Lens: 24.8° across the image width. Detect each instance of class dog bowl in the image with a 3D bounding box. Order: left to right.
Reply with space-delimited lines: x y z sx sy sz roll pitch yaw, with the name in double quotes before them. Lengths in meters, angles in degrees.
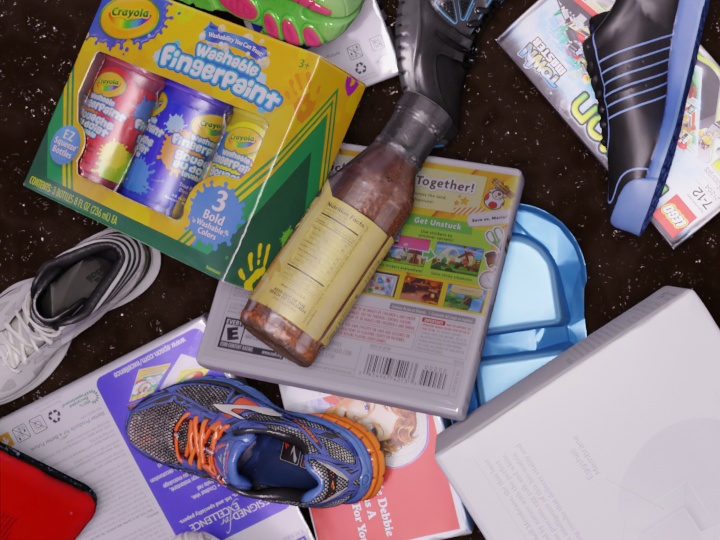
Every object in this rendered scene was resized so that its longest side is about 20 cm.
"dog bowl" 0.116 0.051 1.190 0.111 0.050 0.201 -8 91 10

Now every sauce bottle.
"sauce bottle" -0.006 -0.031 1.124 0.066 0.066 0.200 33 78 8

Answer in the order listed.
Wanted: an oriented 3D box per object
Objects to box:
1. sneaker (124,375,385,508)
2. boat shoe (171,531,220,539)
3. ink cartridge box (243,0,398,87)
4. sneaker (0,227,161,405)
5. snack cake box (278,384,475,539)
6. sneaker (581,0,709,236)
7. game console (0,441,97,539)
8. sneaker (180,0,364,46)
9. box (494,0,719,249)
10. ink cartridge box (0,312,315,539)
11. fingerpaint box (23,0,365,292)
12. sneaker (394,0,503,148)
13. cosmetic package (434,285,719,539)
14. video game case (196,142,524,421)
"sneaker" -0.084 0.122 1.152 0.199 0.078 0.076 7 98 26
"boat shoe" -0.049 0.239 1.185 0.200 0.072 0.069 40 98 -16
"ink cartridge box" -0.047 -0.222 1.200 0.099 0.039 0.201 -19 100 10
"sneaker" -0.247 0.033 1.219 0.200 0.115 0.076 -39 85 9
"snack cake box" 0.007 0.103 1.201 0.114 0.067 0.201 -13 89 9
"sneaker" 0.187 -0.128 1.131 0.078 0.070 0.201 13 88 14
"game console" -0.314 0.170 1.254 0.172 0.119 0.200 30 118 -19
"sneaker" -0.082 -0.224 1.153 0.200 0.084 0.077 32 136 13
"box" 0.202 -0.126 1.177 0.110 0.035 0.200 -41 85 9
"ink cartridge box" -0.155 0.163 1.241 0.197 0.043 0.201 -27 91 11
"fingerpaint box" -0.121 -0.096 1.164 0.199 0.073 0.167 25 91 30
"sneaker" 0.068 -0.189 1.180 0.081 0.073 0.201 0 92 9
"cosmetic package" 0.184 0.147 1.095 0.200 0.123 0.200 -33 89 2
"video game case" 0.000 0.000 1.157 0.199 0.023 0.183 10 73 19
